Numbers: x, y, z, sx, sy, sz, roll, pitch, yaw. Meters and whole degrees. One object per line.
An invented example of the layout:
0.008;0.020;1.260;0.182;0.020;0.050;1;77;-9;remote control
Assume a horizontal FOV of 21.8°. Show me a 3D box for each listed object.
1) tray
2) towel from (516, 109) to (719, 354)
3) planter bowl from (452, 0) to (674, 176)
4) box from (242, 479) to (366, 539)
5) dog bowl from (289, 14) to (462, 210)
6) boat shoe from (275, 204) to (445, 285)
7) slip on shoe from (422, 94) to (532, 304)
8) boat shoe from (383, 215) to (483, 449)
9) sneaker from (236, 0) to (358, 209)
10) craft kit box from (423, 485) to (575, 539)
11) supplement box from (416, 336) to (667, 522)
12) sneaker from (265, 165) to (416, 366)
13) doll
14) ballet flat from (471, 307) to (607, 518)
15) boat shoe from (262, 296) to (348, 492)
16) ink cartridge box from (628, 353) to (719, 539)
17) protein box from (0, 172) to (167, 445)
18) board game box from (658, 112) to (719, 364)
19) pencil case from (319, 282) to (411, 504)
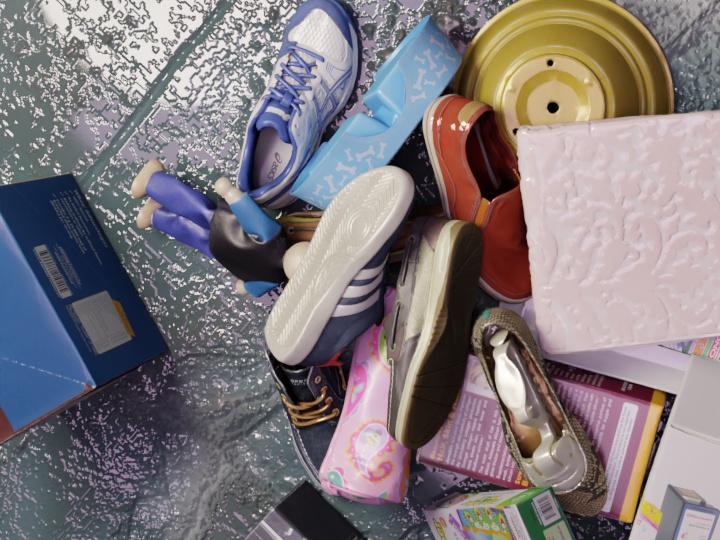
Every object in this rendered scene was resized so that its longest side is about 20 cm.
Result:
0.224;0.039;1.669;0.199;0.022;0.108;15;92;10;tray
0.235;-0.034;1.589;0.190;0.032;0.201;-6;103;8;towel
0.172;-0.143;1.632;0.199;0.083;0.202;1;97;13;planter bowl
-0.057;0.339;1.719;0.197;0.124;0.200;43;103;6;box
0.017;-0.132;1.641;0.049;0.111;0.200;37;83;-8;dog bowl
0.014;-0.040;1.683;0.199;0.072;0.068;-15;94;13;boat shoe
0.113;-0.058;1.615;0.061;0.074;0.201;6;123;49;slip on shoe
0.053;0.050;1.609;0.066;0.072;0.202;19;100;37;boat shoe
-0.057;-0.148;1.679;0.075;0.088;0.201;17;98;11;sneaker
0.148;0.289;1.638;0.048;0.197;0.201;-24;90;-20;craft kit box
0.162;0.138;1.665;0.199;0.086;0.111;16;99;10;supplement box
0.000;0.000;1.606;0.200;0.084;0.075;-54;43;21;sneaker
-0.117;-0.035;1.682;0.199;0.048;0.137;26;142;25;doll
0.146;0.126;1.584;0.068;0.075;0.201;-26;90;12;ballet flat
-0.047;0.115;1.705;0.070;0.091;0.201;-13;94;13;boat shoe
0.284;0.194;1.589;0.087;0.145;0.201;19;118;9;ink cartridge box
-0.304;0.034;1.694;0.135;0.200;0.199;-29;90;14;protein box
0.315;-0.021;1.626;0.134;0.029;0.201;17;93;8;board game box
0.020;0.108;1.670;0.087;0.087;0.201;11;83;11;pencil case
